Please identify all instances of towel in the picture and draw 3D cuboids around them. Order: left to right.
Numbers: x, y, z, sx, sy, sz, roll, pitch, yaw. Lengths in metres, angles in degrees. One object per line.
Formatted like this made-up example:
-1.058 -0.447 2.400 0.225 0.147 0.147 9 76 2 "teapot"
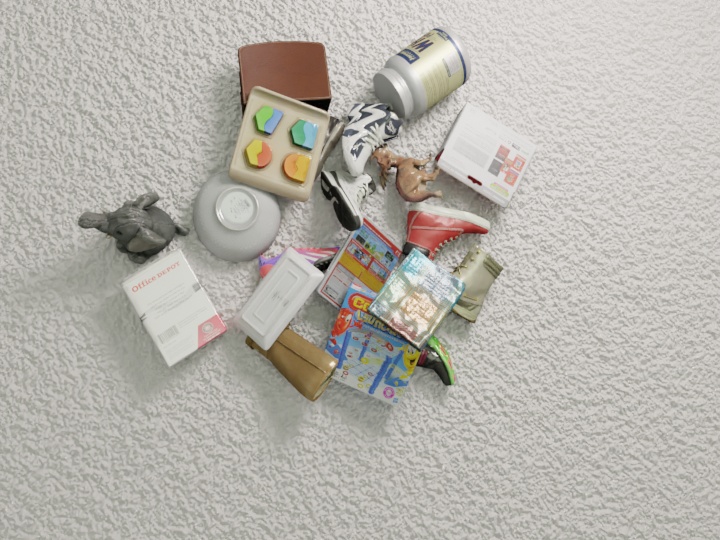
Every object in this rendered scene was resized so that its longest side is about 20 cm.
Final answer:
0.120 0.056 1.461 0.145 0.022 0.201 35 57 9 "towel"

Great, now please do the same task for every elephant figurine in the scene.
-0.453 -0.090 1.412 0.141 0.200 0.156 41 77 -1 "elephant figurine"

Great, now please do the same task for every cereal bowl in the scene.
-0.268 -0.125 1.512 0.194 0.083 0.206 1 81 -9 "cereal bowl"

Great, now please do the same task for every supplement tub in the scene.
0.141 -0.448 1.602 0.198 0.145 0.146 -36 89 -14 "supplement tub"

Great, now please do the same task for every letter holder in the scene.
-0.174 -0.426 1.567 0.195 0.101 0.146 -6 81 -11 "letter holder"

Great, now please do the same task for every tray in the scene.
-0.175 0.056 1.462 0.107 0.022 0.201 36 84 16 "tray"

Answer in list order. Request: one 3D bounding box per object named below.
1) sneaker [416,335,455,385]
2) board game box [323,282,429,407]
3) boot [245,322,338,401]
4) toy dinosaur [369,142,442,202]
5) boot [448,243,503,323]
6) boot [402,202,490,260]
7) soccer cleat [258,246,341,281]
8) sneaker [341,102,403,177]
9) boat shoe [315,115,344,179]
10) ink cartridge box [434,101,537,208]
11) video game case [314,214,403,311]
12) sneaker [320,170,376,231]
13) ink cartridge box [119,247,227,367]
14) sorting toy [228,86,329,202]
0.137 0.181 1.554 0.084 0.077 0.200 -42 92 12 "sneaker"
0.030 0.158 1.492 0.196 0.056 0.200 22 99 1 "board game box"
-0.125 0.146 1.473 0.198 0.066 0.177 33 89 20 "boot"
0.105 -0.201 1.566 0.132 0.087 0.202 -17 50 -9 "toy dinosaur"
0.213 0.005 1.564 0.198 0.072 0.157 31 90 -15 "boot"
0.196 -0.067 1.598 0.195 0.072 0.148 9 86 -7 "boot"
-0.128 -0.026 1.533 0.196 0.068 0.075 -19 76 -12 "soccer cleat"
0.033 -0.299 1.549 0.126 0.080 0.203 -9 48 18 "sneaker"
-0.107 -0.261 1.574 0.056 0.067 0.202 29 77 12 "boat shoe"
0.283 -0.257 1.630 0.197 0.084 0.178 31 77 -4 "ink cartridge box"
0.000 0.000 1.544 0.142 0.017 0.203 39 75 -30 "video game case"
-0.007 -0.167 1.529 0.113 0.077 0.202 -14 42 -16 "sneaker"
-0.388 0.078 1.458 0.144 0.085 0.203 -31 90 -13 "ink cartridge box"
-0.171 -0.269 1.490 0.181 0.036 0.205 16 87 -16 "sorting toy"
